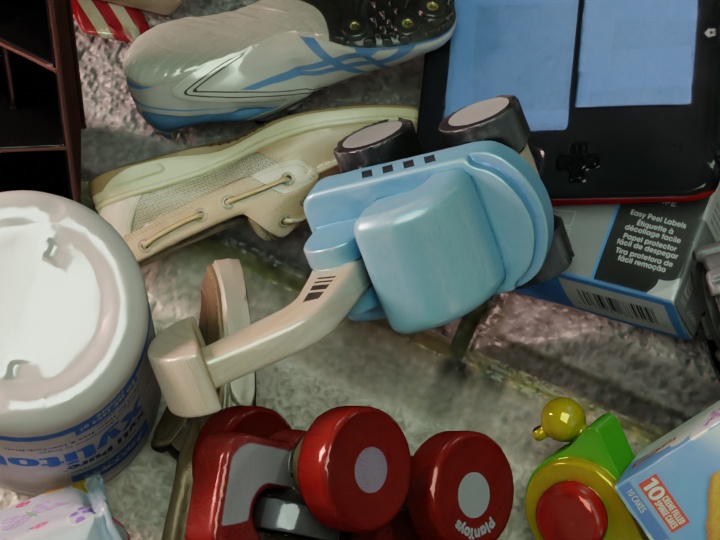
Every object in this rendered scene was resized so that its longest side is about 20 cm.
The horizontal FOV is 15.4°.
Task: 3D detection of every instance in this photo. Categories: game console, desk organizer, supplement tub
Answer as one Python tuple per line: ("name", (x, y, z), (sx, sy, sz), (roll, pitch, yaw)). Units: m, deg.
("game console", (0.123, -0.129, 1.519), (0.176, 0.031, 0.201), (-3, 66, 22))
("desk organizer", (-0.196, -0.116, 1.487), (0.071, 0.200, 0.077), (-3, 52, -2))
("supplement tub", (-0.176, 0.044, 1.449), (0.131, 0.200, 0.132), (0, 74, 0))

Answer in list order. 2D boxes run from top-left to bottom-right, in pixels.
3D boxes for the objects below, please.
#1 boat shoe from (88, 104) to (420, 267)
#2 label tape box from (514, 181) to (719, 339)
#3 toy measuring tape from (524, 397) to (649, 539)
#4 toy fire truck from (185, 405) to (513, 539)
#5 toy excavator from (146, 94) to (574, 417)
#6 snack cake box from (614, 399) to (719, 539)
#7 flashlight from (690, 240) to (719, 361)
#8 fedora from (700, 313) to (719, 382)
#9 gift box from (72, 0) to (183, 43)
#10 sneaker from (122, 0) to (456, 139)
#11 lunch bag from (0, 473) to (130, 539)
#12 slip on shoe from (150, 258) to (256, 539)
("boat shoe", (-0.055, -0.048, 1.548), (0.199, 0.072, 0.065), (-15, 84, -3))
("label tape box", (0.153, -0.076, 1.538), (0.143, 0.066, 0.201), (15, 76, 24))
("toy measuring tape", (0.144, 0.165, 1.502), (0.073, 0.074, 0.201), (-26, 94, -8))
("toy fire truck", (-0.012, 0.163, 1.435), (0.200, 0.112, 0.169), (16, 77, -43))
("toy excavator", (0.000, 0.000, 1.414), (0.194, 0.200, 0.100), (-13, 109, 22))
("snack cake box", (0.246, 0.160, 1.449), (0.115, 0.067, 0.200), (-35, 91, 25))
("flashlight", (0.283, -0.005, 1.449), (0.199, 0.068, 0.068), (-16, 31, -3))
("fedora", (0.297, 0.014, 1.522), (0.200, 0.092, 0.201), (0, 75, -1))
("gift box", (-0.146, -0.249, 1.545), (0.199, 0.187, 0.185), (17, 71, -17))
("sneaker", (-0.038, -0.126, 1.551), (0.199, 0.073, 0.072), (-12, 50, 12))
("lunch bag", (-0.175, 0.236, 1.431), (0.169, 0.127, 0.201), (-21, 100, -6))
("slip on shoe", (-0.089, 0.092, 1.507), (0.060, 0.076, 0.201), (-1, 82, -2))
